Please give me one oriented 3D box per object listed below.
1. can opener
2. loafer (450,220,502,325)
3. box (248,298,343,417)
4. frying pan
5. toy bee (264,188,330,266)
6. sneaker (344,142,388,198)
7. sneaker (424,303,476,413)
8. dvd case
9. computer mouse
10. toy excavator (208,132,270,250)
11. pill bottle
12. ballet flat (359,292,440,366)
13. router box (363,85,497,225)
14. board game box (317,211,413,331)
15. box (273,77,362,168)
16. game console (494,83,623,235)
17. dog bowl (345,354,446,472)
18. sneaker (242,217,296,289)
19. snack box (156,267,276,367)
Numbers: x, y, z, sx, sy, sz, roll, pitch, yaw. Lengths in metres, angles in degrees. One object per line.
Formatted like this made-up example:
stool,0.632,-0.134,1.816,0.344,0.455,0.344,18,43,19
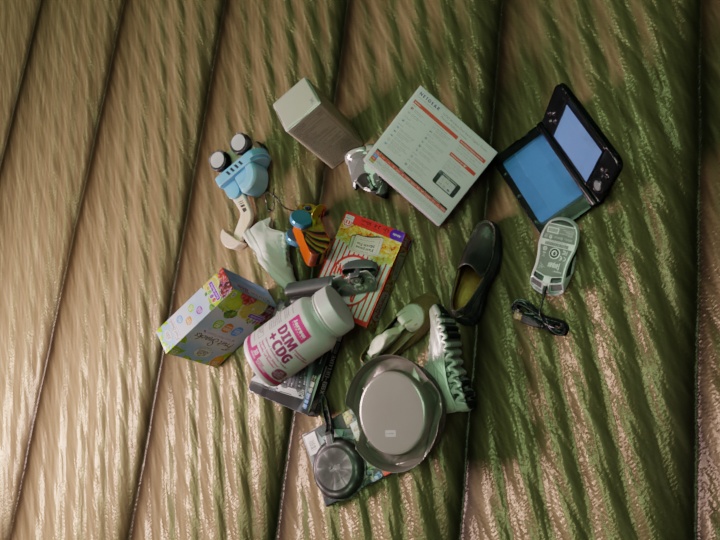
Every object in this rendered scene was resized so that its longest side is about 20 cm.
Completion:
can opener,-0.055,0.024,1.344,0.196,0.054,0.068,-10,40,25
loafer,0.213,-0.002,1.252,0.071,0.072,0.204,9,79,28
box,-0.127,0.175,1.380,0.155,0.050,0.204,15,83,28
frying pan,-0.040,0.337,1.285,0.113,0.031,0.195,0,79,25
toy bee,-0.106,-0.104,1.413,0.131,0.107,0.203,-43,67,56
sneaker,0.065,-0.210,1.391,0.197,0.075,0.118,-13,79,27
sneaker,0.148,0.162,1.240,0.080,0.075,0.204,-20,70,29
dvd case,-0.008,0.340,1.294,0.198,0.022,0.148,-31,65,14
computer mouse,0.344,0.007,1.205,0.108,0.044,0.204,18,90,33
toy excavator,-0.267,-0.176,1.528,0.193,0.100,0.202,-36,72,14
pill bottle,-0.116,0.123,1.295,0.198,0.113,0.115,-35,64,13
ballet flat,0.070,0.117,1.288,0.200,0.072,0.068,-43,64,9
router box,0.134,-0.220,1.313,0.199,0.049,0.180,40,95,-1
board game box,0.000,0.000,1.369,0.149,0.046,0.204,21,86,29
box,-0.085,-0.302,1.406,0.094,0.199,0.079,-35,64,12
game console,0.350,-0.197,1.220,0.114,0.177,0.202,-21,65,-12
dog bowl,0.066,0.255,1.218,0.197,0.058,0.205,-5,82,35
sneaker,-0.177,-0.039,1.457,0.088,0.075,0.201,-37,61,-1
snack box,-0.296,0.104,1.415,0.199,0.168,0.068,-41,59,10
